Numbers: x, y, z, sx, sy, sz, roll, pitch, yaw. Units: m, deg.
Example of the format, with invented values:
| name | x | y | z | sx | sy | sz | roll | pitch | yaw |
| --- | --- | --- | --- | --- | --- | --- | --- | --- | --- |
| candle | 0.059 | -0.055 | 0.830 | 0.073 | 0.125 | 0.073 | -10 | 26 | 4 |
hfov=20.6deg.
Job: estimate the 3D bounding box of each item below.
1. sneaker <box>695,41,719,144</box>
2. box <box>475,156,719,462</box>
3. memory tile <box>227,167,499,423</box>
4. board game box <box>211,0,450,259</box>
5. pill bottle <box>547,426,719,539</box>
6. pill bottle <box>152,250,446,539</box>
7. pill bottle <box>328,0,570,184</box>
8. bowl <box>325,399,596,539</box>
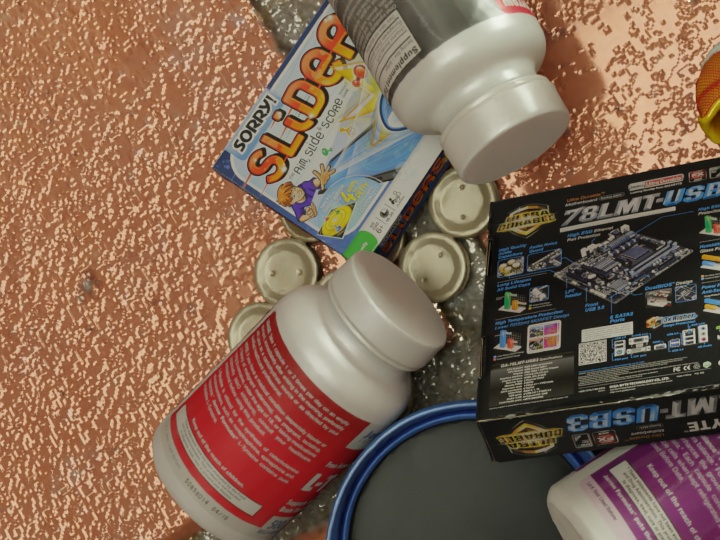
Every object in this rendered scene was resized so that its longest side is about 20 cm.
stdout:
| name | x | y | z | sx | sy | sz | roll | pitch | yaw |
| --- | --- | --- | --- | --- | --- | --- | --- | --- | --- |
| sneaker | 0.312 | -0.110 | 1.255 | 0.199 | 0.073 | 0.078 | -5 | 59 | 28 |
| box | 0.176 | 0.020 | 1.253 | 0.199 | 0.050 | 0.199 | -10 | 42 | 16 |
| memory tile | 0.000 | 0.000 | 1.388 | 0.153 | 0.017 | 0.201 | 25 | 95 | 19 |
| board game box | 0.008 | -0.115 | 1.367 | 0.135 | 0.034 | 0.201 | 33 | 87 | 18 |
| pill bottle | 0.226 | 0.132 | 1.237 | 0.199 | 0.112 | 0.113 | -32 | 77 | -5 |
| pill bottle | -0.039 | 0.084 | 1.325 | 0.200 | 0.112 | 0.112 | -45 | 74 | 22 |
| pill bottle | 0.052 | -0.159 | 1.287 | 0.110 | 0.111 | 0.201 | -34 | 72 | 13 |
| bowl | 0.076 | 0.184 | 1.306 | 0.199 | 0.039 | 0.202 | 0 | 94 | -1 |
